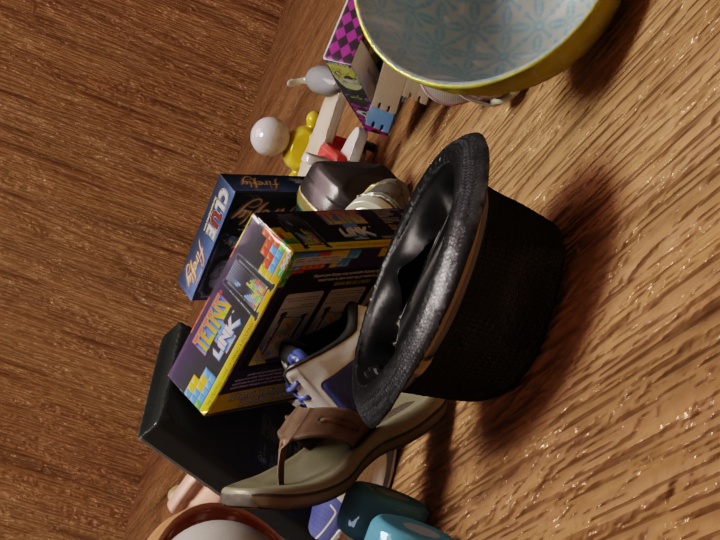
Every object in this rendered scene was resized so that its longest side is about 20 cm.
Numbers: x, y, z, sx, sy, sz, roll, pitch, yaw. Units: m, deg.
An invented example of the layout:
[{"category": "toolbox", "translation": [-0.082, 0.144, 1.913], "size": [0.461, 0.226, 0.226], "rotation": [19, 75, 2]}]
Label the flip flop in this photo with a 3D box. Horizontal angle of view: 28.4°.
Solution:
[{"category": "flip flop", "translation": [-0.019, 0.112, 0.979], "size": [0.081, 0.200, 0.058], "rotation": [-5, 106, 50]}]

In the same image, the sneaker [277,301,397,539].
[{"category": "sneaker", "translation": [-0.020, 0.107, 1.121], "size": [0.081, 0.115, 0.200], "rotation": [-114, 44, -76]}]

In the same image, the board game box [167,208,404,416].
[{"category": "board game box", "translation": [-0.043, 0.030, 1.174], "size": [0.200, 0.057, 0.165], "rotation": [-4, -49, -53]}]

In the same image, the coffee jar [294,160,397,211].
[{"category": "coffee jar", "translation": [-0.033, -0.016, 1.423], "size": [0.085, 0.104, 0.200], "rotation": [47, 126, 36]}]

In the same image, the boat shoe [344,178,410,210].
[{"category": "boat shoe", "translation": [0.003, 0.001, 1.322], "size": [0.060, 0.072, 0.202], "rotation": [-51, -15, -47]}]

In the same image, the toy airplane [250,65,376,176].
[{"category": "toy airplane", "translation": [-0.057, -0.129, 1.587], "size": [0.199, 0.141, 0.200], "rotation": [115, 175, -52]}]

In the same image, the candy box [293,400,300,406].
[{"category": "candy box", "translation": [-0.082, 0.170, 1.439], "size": [0.200, 0.071, 0.168], "rotation": [-179, 107, -78]}]

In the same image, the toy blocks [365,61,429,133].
[{"category": "toy blocks", "translation": [0.061, -0.218, 1.371], "size": [0.137, 0.100, 0.200], "rotation": [108, -176, -48]}]

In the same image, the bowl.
[{"category": "bowl", "translation": [0.105, -0.204, 0.986], "size": [0.108, 0.200, 0.200], "rotation": [25, -98, -58]}]

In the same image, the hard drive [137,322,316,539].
[{"category": "hard drive", "translation": [-0.092, 0.145, 1.196], "size": [0.033, 0.200, 0.140], "rotation": [-40, 23, 24]}]

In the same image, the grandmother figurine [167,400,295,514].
[{"category": "grandmother figurine", "translation": [-0.118, 0.161, 1.320], "size": [0.200, 0.060, 0.121], "rotation": [-61, 36, 24]}]

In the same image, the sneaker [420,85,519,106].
[{"category": "sneaker", "translation": [0.091, -0.172, 1.135], "size": [0.200, 0.081, 0.088], "rotation": [134, 155, -67]}]

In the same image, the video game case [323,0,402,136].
[{"category": "video game case", "translation": [0.033, -0.260, 1.440], "size": [0.181, 0.036, 0.200], "rotation": [54, -124, -68]}]

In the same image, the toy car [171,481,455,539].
[{"category": "toy car", "translation": [-0.066, 0.222, 0.922], "size": [0.177, 0.200, 0.185], "rotation": [-152, 81, -79]}]

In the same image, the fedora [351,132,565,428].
[{"category": "fedora", "translation": [0.068, 0.016, 0.897], "size": [0.201, 0.091, 0.201], "rotation": [-161, 90, -79]}]

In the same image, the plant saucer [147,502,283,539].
[{"category": "plant saucer", "translation": [-0.094, 0.267, 1.019], "size": [0.032, 0.200, 0.200], "rotation": [-27, 35, 30]}]

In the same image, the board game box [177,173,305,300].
[{"category": "board game box", "translation": [-0.077, -0.034, 1.467], "size": [0.035, 0.200, 0.136], "rotation": [49, 127, 37]}]
